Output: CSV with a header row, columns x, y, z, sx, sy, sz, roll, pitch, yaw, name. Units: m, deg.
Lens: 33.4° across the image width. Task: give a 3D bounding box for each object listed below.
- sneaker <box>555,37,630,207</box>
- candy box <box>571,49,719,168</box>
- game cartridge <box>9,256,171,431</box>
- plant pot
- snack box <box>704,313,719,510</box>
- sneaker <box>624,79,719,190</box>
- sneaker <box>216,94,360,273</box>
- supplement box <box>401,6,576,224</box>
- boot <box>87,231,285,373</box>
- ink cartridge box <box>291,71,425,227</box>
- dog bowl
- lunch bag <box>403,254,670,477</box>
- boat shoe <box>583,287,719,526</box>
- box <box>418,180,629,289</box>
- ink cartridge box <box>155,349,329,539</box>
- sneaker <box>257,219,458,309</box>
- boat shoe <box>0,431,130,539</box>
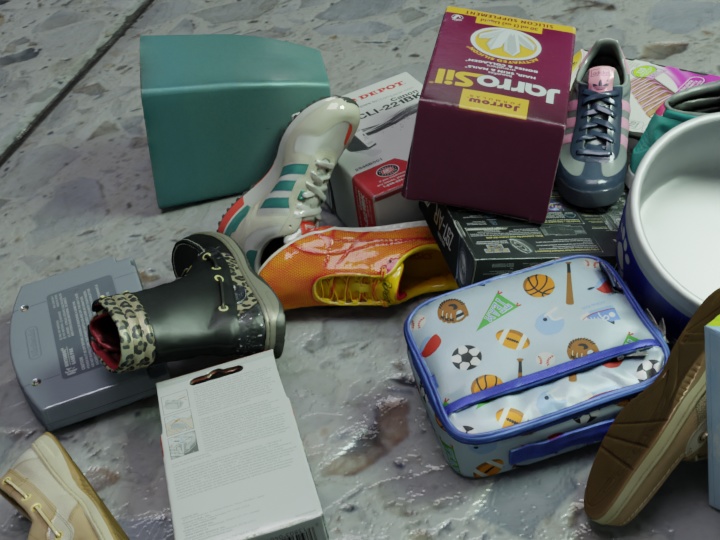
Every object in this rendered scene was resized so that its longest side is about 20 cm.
x,y,z,sx,sy,sz,roll,pitch,yaw,name
0.216,-0.141,1.113,0.069,0.083,0.201,4,41,9,sneaker
0.280,-0.157,1.236,0.199,0.061,0.136,19,46,35,candy box
-0.254,0.064,1.106,0.132,0.041,0.200,-15,36,-11,game cartridge
-0.133,-0.174,1.313,0.198,0.142,0.142,-7,36,-7,plant pot
0.325,0.064,0.833,0.199,0.170,0.067,-33,39,-25,snack box
0.349,-0.116,1.084,0.198,0.122,0.084,8,31,0,sneaker
-0.052,-0.068,1.135,0.070,0.200,0.094,14,34,-50,sneaker
0.119,-0.146,1.086,0.130,0.104,0.201,11,37,4,supplement box
-0.171,0.024,1.060,0.152,0.074,0.203,-6,27,-29,boot
0.036,-0.110,1.218,0.143,0.084,0.200,-23,37,-16,ink cartridge box
0.310,-0.026,0.972,0.198,0.079,0.202,0,61,0,dog bowl
0.143,0.074,0.945,0.198,0.076,0.161,-17,45,-6,lunch bag
0.236,0.106,0.858,0.201,0.064,0.071,-53,12,-4,boat shoe
0.168,-0.038,1.077,0.198,0.044,0.161,-2,34,-15,box
-0.096,0.151,0.933,0.108,0.051,0.201,-16,35,-5,ink cartridge box
0.000,0.000,1.089,0.198,0.074,0.077,-13,32,-2,sneaker
-0.213,0.202,0.887,0.069,0.074,0.200,-37,41,-13,boat shoe
